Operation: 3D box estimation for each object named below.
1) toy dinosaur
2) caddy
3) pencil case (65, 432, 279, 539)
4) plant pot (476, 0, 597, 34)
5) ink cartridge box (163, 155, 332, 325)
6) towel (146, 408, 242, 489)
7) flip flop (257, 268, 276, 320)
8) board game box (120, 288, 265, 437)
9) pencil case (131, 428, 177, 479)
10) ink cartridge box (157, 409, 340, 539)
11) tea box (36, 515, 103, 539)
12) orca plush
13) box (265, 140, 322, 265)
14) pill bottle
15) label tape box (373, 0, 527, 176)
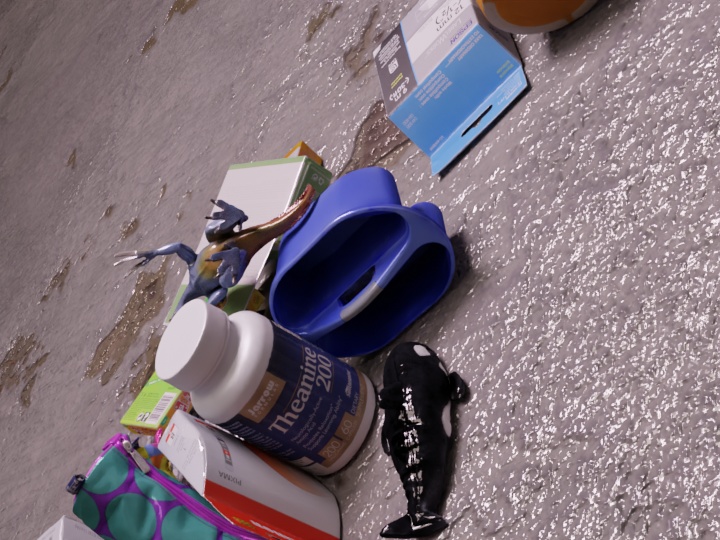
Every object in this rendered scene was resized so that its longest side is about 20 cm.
[{"bbox_3d":[-0.140,0.011,1.377,0.182,0.197,0.106,113,144,-67],"label":"toy dinosaur"},{"bbox_3d":[0.000,0.000,1.330,0.200,0.141,0.106,-43,29,28],"label":"caddy"},{"bbox_3d":[-0.167,0.232,1.256,0.093,0.199,0.085,-61,-6,28],"label":"pencil case"},{"bbox_3d":[0.162,-0.345,1.364,0.200,0.199,0.185,-35,51,36],"label":"plant pot"},{"bbox_3d":[-0.121,-0.022,1.474,0.145,0.048,0.202,-1,64,50],"label":"ink cartridge box"},{"bbox_3d":[-0.149,0.178,1.462,0.165,0.085,0.201,-38,34,31],"label":"towel"},{"bbox_3d":[-0.131,0.052,1.571,0.201,0.057,0.081,-52,30,12],"label":"flip flop"},{"bbox_3d":[-0.174,0.088,1.468,0.095,0.030,0.201,-4,50,57],"label":"board game box"},{"bbox_3d":[-0.183,0.260,1.339,0.088,0.088,0.201,-38,76,32],"label":"pencil case"},{"bbox_3d":[-0.082,0.202,1.249,0.051,0.161,0.199,-62,29,-4],"label":"ink cartridge box"},{"bbox_3d":[-0.327,0.411,1.470,0.200,0.133,0.198,-42,34,28],"label":"tea box"},{"bbox_3d":[0.031,0.138,1.223,0.105,0.071,0.202,-26,43,45],"label":"orca plush"},{"bbox_3d":[-0.106,-0.060,1.607,0.119,0.041,0.201,-42,21,26],"label":"box"},{"bbox_3d":[-0.091,0.108,1.311,0.111,0.199,0.112,-38,35,33],"label":"pill bottle"},{"bbox_3d":[0.091,-0.216,1.465,0.143,0.066,0.201,-44,31,25],"label":"label tape box"}]
